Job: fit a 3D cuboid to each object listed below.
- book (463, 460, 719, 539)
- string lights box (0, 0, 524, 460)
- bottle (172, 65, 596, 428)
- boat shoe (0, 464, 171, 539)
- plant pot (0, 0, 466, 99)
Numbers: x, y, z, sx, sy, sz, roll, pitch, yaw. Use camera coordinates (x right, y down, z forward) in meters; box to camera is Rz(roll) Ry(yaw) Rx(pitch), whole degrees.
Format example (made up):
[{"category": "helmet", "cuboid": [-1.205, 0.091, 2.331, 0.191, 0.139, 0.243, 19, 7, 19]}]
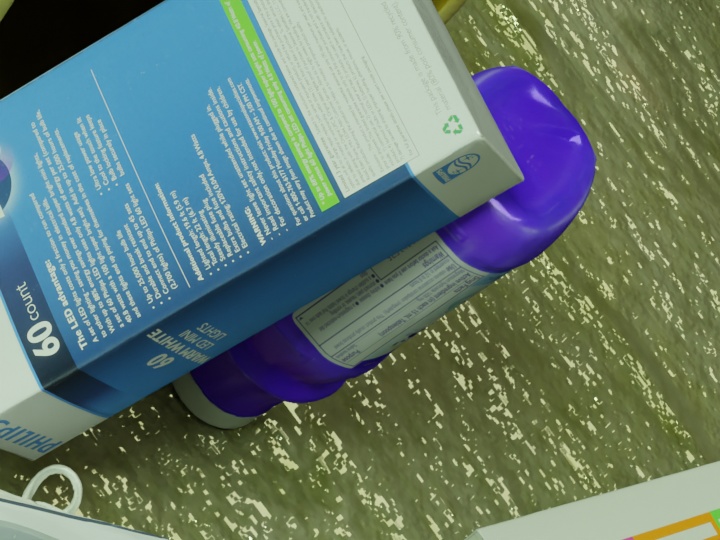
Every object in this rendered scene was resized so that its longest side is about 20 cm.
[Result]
[{"category": "book", "cuboid": [0.140, 0.157, 1.047, 0.200, 0.048, 0.134, -11, 68, -43]}, {"category": "string lights box", "cuboid": [-0.059, -0.030, 0.810, 0.103, 0.200, 0.059, 64, 11, 20]}, {"category": "bottle", "cuboid": [0.000, 0.000, 0.904, 0.065, 0.200, 0.084, 49, 42, -5]}, {"category": "boat shoe", "cuboid": [-0.117, 0.107, 0.826, 0.086, 0.075, 0.202, 33, 3, 36]}, {"category": "plant pot", "cuboid": [-0.109, -0.137, 0.913, 0.194, 0.196, 0.200, 1, 55, -41]}]
